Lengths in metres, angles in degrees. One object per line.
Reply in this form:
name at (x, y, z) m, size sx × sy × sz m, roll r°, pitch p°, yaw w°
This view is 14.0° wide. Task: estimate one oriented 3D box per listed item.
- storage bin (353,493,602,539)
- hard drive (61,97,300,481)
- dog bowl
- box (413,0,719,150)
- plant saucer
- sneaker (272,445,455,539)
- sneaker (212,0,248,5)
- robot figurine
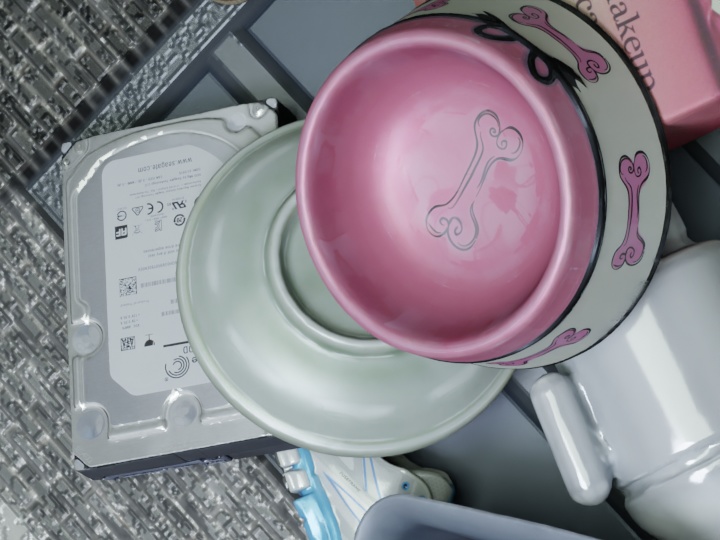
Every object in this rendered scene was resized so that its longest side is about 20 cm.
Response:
storage bin at (0.106, 0.206, 1.542) m, size 0.200 × 0.134 × 0.146 m, roll 10°, pitch 89°, yaw 40°
hard drive at (-0.099, 0.011, 1.652) m, size 0.139 × 0.038 × 0.201 m, roll -10°, pitch 70°, yaw 18°
dog bowl at (0.053, -0.042, 1.484) m, size 0.200 × 0.074 × 0.201 m, roll 6°, pitch 101°, yaw 33°
box at (0.148, -0.130, 1.516) m, size 0.200 × 0.109 × 0.128 m, roll -25°, pitch 83°, yaw 35°
plant saucer at (0.000, 0.000, 1.593) m, size 0.200 × 0.050 × 0.201 m, roll 2°, pitch 70°, yaw -6°
sneaker at (0.018, 0.154, 1.631) m, size 0.086 × 0.075 × 0.200 m, roll -20°, pitch 85°, yaw 12°
sneaker at (-0.061, -0.249, 1.644) m, size 0.070 × 0.076 × 0.200 m, roll 21°, pitch 97°, yaw 16°
robot figurine at (0.173, 0.062, 1.555) m, size 0.169 × 0.113 × 0.200 m, roll -23°, pitch 82°, yaw -17°
